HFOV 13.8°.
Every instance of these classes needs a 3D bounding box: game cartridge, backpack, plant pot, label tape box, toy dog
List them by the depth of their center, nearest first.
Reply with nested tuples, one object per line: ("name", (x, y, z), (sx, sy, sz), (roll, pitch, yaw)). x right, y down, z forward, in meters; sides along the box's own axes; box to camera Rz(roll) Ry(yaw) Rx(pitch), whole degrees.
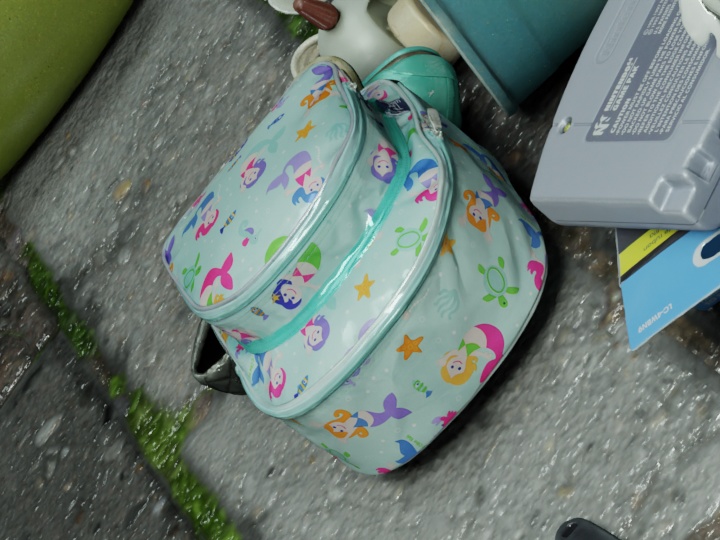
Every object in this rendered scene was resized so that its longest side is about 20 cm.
("game cartridge", (0.155, -0.107, 1.346), (0.133, 0.041, 0.200), (8, 66, 56))
("label tape box", (0.186, -0.056, 1.349), (0.143, 0.066, 0.200), (-39, 33, 30))
("backpack", (0.000, 0.000, 1.519), (0.178, 0.150, 0.200), (-50, 32, 10))
("plant pot", (0.092, -0.216, 1.565), (0.188, 0.200, 0.200), (-37, 28, 3))
("toy dog", (-0.008, -0.166, 1.761), (0.132, 0.096, 0.200), (-53, 27, 6))
("plant pot", (-0.266, -0.172, 2.132), (0.200, 0.187, 0.187), (-37, 29, 5))

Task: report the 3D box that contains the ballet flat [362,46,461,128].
("ballet flat", (-0.016, -0.048, 1.684), (0.200, 0.067, 0.071), (-39, 51, 36))

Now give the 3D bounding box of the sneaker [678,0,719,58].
("sneaker", (0.229, -0.117, 1.232), (0.199, 0.081, 0.075), (6, 69, 12))

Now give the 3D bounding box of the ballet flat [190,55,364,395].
("ballet flat", (-0.041, -0.022, 1.638), (0.066, 0.057, 0.201), (26, 107, 33))

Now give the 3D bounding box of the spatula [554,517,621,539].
("spatula", (0.132, 0.138, 1.266), (0.057, 0.021, 0.200), (-47, 23, -9))
